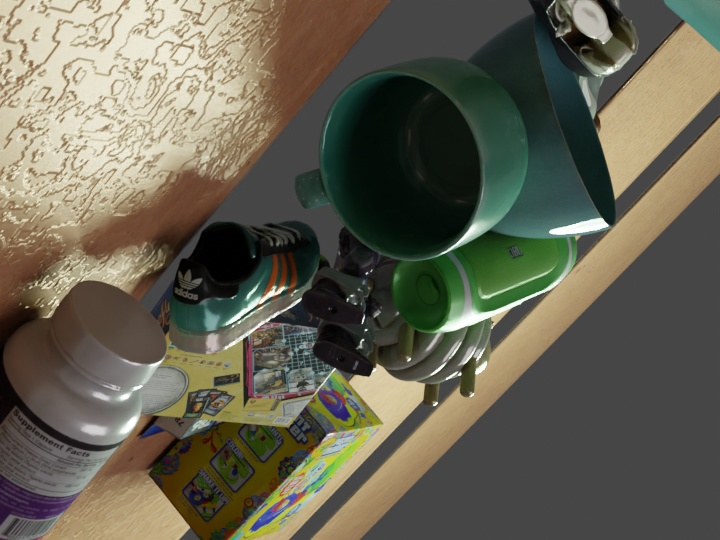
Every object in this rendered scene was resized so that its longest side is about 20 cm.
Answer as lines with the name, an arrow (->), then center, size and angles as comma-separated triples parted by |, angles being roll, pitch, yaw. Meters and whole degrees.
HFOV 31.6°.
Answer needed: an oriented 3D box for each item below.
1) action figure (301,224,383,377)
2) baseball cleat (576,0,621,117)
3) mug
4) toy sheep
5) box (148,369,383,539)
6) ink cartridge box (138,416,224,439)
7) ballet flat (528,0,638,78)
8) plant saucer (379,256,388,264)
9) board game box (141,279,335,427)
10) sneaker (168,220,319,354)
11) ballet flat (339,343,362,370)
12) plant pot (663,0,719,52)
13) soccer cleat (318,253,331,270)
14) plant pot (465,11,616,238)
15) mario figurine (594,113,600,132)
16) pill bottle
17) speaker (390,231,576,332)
action figure -> 0.000, 0.000, 1.123 | 0.201, 0.068, 0.131 | -71, 171, -53
baseball cleat -> 0.215, -0.227, 1.250 | 0.201, 0.069, 0.107 | 97, 9, -49
mug -> 0.046, -0.100, 1.036 | 0.114, 0.184, 0.154 | -25, 133, -53
toy sheep -> 0.058, 0.050, 1.264 | 0.138, 0.138, 0.199 | -46, 129, 13
box -> -0.104, 0.204, 1.473 | 0.193, 0.122, 0.200 | -47, 164, 12
ink cartridge box -> -0.137, 0.112, 1.306 | 0.200, 0.039, 0.099 | -49, 164, 24
ballet flat -> 0.200, -0.210, 1.109 | 0.073, 0.073, 0.200 | -44, 143, 8
plant saucer -> 0.065, -0.020, 1.364 | 0.200, 0.050, 0.201 | -44, 158, -22
board game box -> -0.113, 0.079, 1.143 | 0.199, 0.035, 0.136 | 12, 128, -41
sneaker -> -0.088, -0.009, 1.046 | 0.200, 0.071, 0.081 | -44, 146, -55
ballet flat -> -0.028, 0.082, 1.442 | 0.072, 0.072, 0.200 | -40, 165, -6
plant pot -> 0.383, -0.315, 1.278 | 0.141, 0.142, 0.200 | -45, 157, 11
soccer cleat -> -0.045, 0.022, 1.230 | 0.082, 0.067, 0.199 | -59, 155, 12
plant pot -> 0.133, -0.113, 1.149 | 0.133, 0.202, 0.200 | -19, 172, 19
mario figurine -> 0.207, -0.099, 1.452 | 0.200, 0.105, 0.124 | -42, 132, -32
pill bottle -> -0.230, 0.106, 0.931 | 0.200, 0.112, 0.111 | -49, 163, 20
speaker -> 0.119, -0.003, 1.200 | 0.199, 0.089, 0.089 | -19, 153, -44
